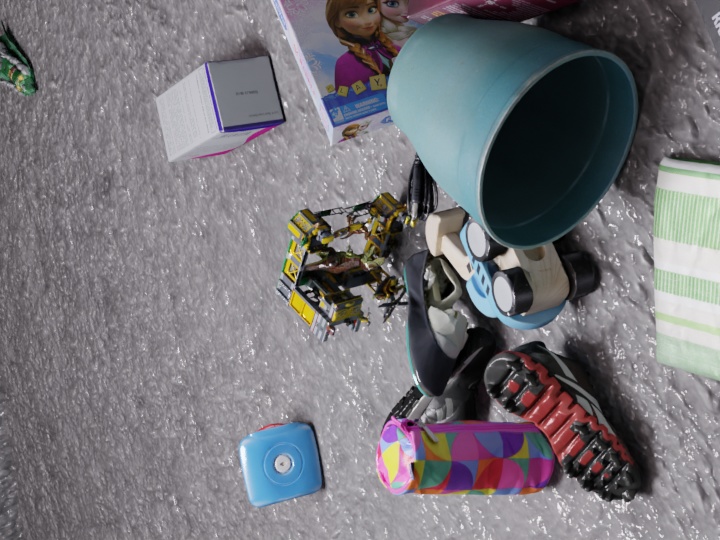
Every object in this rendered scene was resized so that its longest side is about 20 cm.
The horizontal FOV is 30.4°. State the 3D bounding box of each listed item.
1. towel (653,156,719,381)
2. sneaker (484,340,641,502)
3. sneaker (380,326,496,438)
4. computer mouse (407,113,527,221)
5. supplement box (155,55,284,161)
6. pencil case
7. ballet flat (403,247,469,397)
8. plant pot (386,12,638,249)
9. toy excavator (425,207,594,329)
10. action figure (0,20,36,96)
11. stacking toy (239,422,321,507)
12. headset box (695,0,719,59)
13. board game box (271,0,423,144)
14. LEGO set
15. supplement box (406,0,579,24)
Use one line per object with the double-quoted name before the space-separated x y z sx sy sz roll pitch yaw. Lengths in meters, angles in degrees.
"towel" 0.324 0.001 1.202 0.152 0.023 0.202 16 115 56
"sneaker" 0.222 0.149 1.373 0.200 0.098 0.071 45 128 8
"sneaker" 0.113 0.151 1.564 0.200 0.087 0.076 -51 13 31
"computer mouse" 0.109 -0.135 1.438 0.199 0.052 0.140 -11 66 55
"supplement box" -0.205 -0.229 1.898 0.199 0.100 0.105 -18 85 58
"pencil case" 0.114 0.202 1.440 0.088 0.198 0.089 -15 73 58
"ballet flat" 0.087 0.049 1.510 0.073 0.072 0.201 113 161 -44
"plant pot" 0.132 -0.154 1.278 0.188 0.199 0.202 40 133 41
"toy excavator" 0.141 -0.010 1.436 0.196 0.099 0.200 67 155 20
"action figure" -0.710 -0.413 2.698 0.200 0.054 0.119 44 132 37
"stacking toy" -0.140 0.280 1.990 0.200 0.115 0.111 172 86 -72
"headset box" 0.375 -0.186 0.987 0.200 0.092 0.176 -38 68 55
"board game box" 0.025 -0.256 1.421 0.041 0.198 0.201 99 150 -67
"LEGO set" 0.000 0.000 1.571 0.116 0.199 0.155 43 122 32
"supplement box" 0.138 -0.309 1.305 0.199 0.085 0.112 -7 73 58
